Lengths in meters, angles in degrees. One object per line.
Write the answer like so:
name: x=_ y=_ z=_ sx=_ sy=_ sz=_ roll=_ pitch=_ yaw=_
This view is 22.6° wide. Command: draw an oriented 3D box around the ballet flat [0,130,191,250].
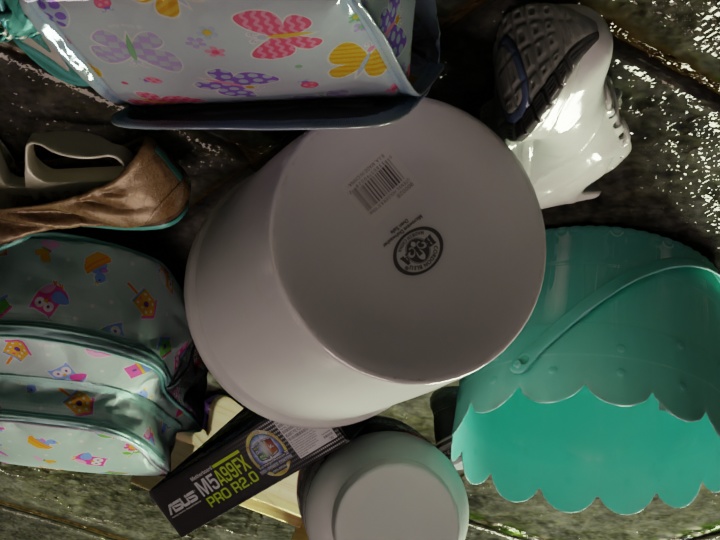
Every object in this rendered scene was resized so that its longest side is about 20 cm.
ballet flat: x=-0.207 y=-0.055 z=1.155 sx=0.199 sy=0.068 sz=0.073 roll=-5 pitch=131 yaw=20

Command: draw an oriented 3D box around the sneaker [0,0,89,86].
sneaker: x=-0.194 y=-0.150 z=0.944 sx=0.077 sy=0.080 sz=0.200 roll=-8 pitch=150 yaw=25

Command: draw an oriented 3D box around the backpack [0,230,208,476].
backpack: x=-0.203 y=0.058 z=1.268 sx=0.175 sy=0.154 sz=0.200 roll=5 pitch=151 yaw=10

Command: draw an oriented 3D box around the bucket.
bucket: x=0.161 y=0.069 z=1.230 sx=0.206 sy=0.135 sz=0.207 roll=5 pitch=153 yaw=2

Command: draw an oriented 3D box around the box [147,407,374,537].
box: x=-0.042 y=0.102 z=1.295 sx=0.200 sy=0.160 sz=0.044 roll=-34 pitch=95 yaw=42

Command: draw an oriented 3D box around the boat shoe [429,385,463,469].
boat shoe: x=0.108 y=0.114 z=1.399 sx=0.073 sy=0.068 sz=0.199 roll=-27 pitch=164 yaw=30

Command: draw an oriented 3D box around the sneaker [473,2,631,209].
sneaker: x=0.115 y=-0.092 z=1.021 sx=0.087 sy=0.075 sz=0.200 roll=-3 pitch=160 yaw=-8

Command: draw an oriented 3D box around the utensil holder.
utensil holder: x=0.000 y=0.000 z=1.042 sx=0.169 sy=0.171 sz=0.200 roll=14 pitch=168 yaw=-15

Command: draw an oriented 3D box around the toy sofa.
toy sofa: x=-0.088 y=0.175 z=1.560 sx=0.200 sy=0.098 sz=0.083 roll=26 pitch=171 yaw=-34

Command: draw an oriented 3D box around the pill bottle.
pill bottle: x=0.015 y=0.162 z=1.238 sx=0.110 sy=0.111 sz=0.200 roll=9 pitch=180 yaw=-5

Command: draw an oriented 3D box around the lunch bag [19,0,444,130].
lunch bag: x=-0.054 y=-0.134 z=0.902 sx=0.169 sy=0.128 sz=0.200 roll=0 pitch=165 yaw=11
